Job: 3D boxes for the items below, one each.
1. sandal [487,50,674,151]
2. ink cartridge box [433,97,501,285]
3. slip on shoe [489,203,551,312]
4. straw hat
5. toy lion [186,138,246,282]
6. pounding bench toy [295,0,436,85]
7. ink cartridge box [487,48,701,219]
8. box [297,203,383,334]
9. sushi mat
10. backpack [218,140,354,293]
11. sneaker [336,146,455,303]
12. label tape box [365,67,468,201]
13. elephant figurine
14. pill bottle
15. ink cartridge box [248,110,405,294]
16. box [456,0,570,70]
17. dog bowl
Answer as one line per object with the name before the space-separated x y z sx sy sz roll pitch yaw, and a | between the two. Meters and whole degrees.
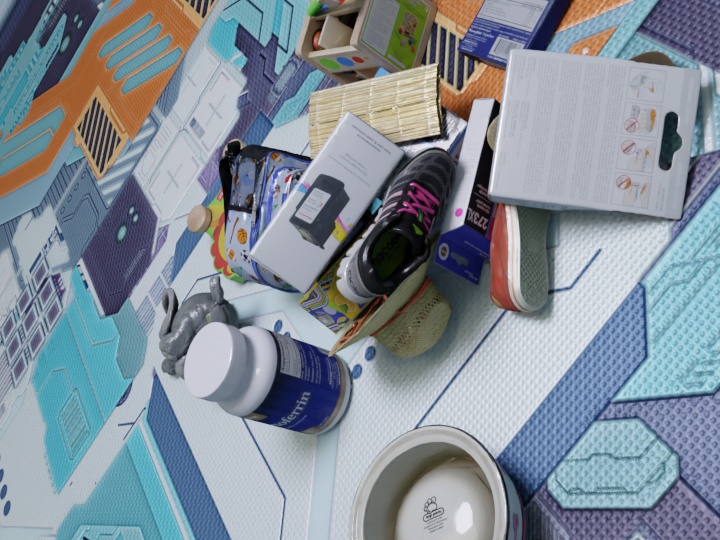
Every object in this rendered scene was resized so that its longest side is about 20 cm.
sandal | 0.250 -0.177 0.971 0.211 0.070 0.078 -24 86 16
ink cartridge box | 0.146 -0.090 1.006 0.037 0.094 0.201 9 79 44
slip on shoe | 0.176 -0.048 0.979 0.061 0.074 0.202 -17 63 50
straw hat | 0.058 0.055 1.034 0.201 0.085 0.201 -48 1 2
toy lion | -0.184 -0.089 1.388 0.191 0.068 0.201 35 98 41
pounding bench toy | -0.023 -0.361 1.230 0.155 0.199 0.125 8 78 47
ink cartridge box | 0.245 -0.142 0.912 0.198 0.047 0.161 9 87 10
box | 0.000 0.000 1.077 0.200 0.070 0.064 -46 7 49
sushi mat | 0.016 -0.204 1.113 0.199 0.012 0.097 -6 80 32
backpack | -0.097 -0.065 1.198 0.154 0.199 0.192 25 103 49
sneaker | 0.052 -0.049 0.937 0.201 0.074 0.087 -56 19 -11
label tape box | 0.042 -0.174 1.137 0.200 0.063 0.145 40 103 29
elephant figurine | -0.266 0.091 1.345 0.155 0.142 0.200 -39 23 -12
pill bottle | -0.118 0.137 1.101 0.115 0.199 0.117 -22 57 39
ink cartridge box | -0.036 -0.082 1.027 0.201 0.083 0.146 -55 2 7
box | 0.216 -0.355 1.101 0.121 0.032 0.201 36 101 48
dog bowl | 0.086 0.271 0.909 0.199 0.074 0.201 -22 54 33
